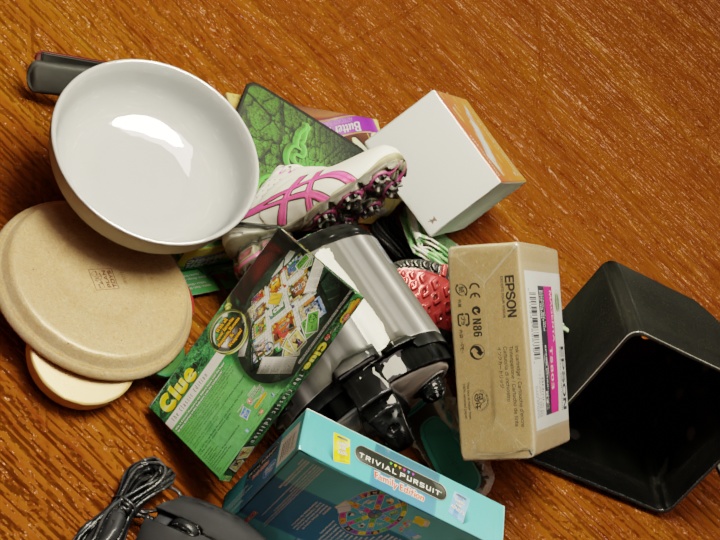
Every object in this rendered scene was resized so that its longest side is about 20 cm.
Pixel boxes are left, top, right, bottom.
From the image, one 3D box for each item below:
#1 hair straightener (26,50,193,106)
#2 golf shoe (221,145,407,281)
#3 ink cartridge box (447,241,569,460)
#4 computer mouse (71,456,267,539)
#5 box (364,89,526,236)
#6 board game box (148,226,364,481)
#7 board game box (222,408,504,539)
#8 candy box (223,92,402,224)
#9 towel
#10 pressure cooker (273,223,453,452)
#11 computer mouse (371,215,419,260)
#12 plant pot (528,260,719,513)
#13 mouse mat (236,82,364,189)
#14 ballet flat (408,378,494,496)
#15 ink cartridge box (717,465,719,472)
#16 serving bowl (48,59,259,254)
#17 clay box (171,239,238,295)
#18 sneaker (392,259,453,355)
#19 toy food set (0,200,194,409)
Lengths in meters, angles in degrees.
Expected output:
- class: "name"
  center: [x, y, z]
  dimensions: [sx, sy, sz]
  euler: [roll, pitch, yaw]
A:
- class: "hair straightener"
  center: [-0.234, -0.174, 1.339]
  dimensions: [0.199, 0.041, 0.077]
  euler: [14, 24, -7]
- class: "golf shoe"
  center: [-0.051, -0.071, 1.267]
  dimensions: [0.073, 0.200, 0.092]
  euler: [22, 41, -64]
- class: "ink cartridge box"
  center: [0.146, 0.076, 1.300]
  dimensions: [0.165, 0.075, 0.201]
  euler: [2, 83, -69]
- class: "computer mouse"
  center: [-0.127, 0.235, 1.095]
  dimensions: [0.200, 0.053, 0.139]
  euler: [33, 41, 4]
- class: "box"
  center: [0.098, -0.118, 1.493]
  dimensions: [0.125, 0.097, 0.200]
  euler: [54, 14, 5]
- class: "board game box"
  center: [-0.092, 0.072, 1.167]
  dimensions: [0.105, 0.200, 0.023]
  euler: [40, 7, 27]
- class: "board game box"
  center: [0.000, 0.214, 1.160]
  dimensions: [0.200, 0.151, 0.047]
  euler: [28, 42, -16]
- class: "candy box"
  center: [-0.060, -0.120, 1.471]
  dimensions: [0.199, 0.056, 0.117]
  euler: [6, 53, -33]
- class: "towel"
  center: [0.133, 0.001, 1.492]
  dimensions: [0.200, 0.023, 0.153]
  euler: [31, 11, -12]
- class: "pressure cooker"
  center: [-0.013, 0.079, 1.245]
  dimensions: [0.176, 0.179, 0.200]
  euler: [-16, 66, -48]
- class: "computer mouse"
  center: [0.000, 0.000, 1.424]
  dimensions: [0.200, 0.044, 0.110]
  euler: [-16, 68, -45]
- class: "plant pot"
  center: [0.299, 0.110, 1.463]
  dimensions: [0.199, 0.200, 0.178]
  euler: [24, 33, -19]
- class: "mouse mat"
  center: [-0.073, -0.094, 1.396]
  dimensions: [0.161, 0.008, 0.200]
  euler: [30, 48, -18]
- class: "ballet flat"
  center: [0.072, 0.143, 1.351]
  dimensions: [0.072, 0.072, 0.200]
  euler: [-16, 72, -44]
- class: "ink cartridge box"
  center: [0.506, 0.193, 1.635]
  dimensions: [0.199, 0.068, 0.115]
  euler: [5, 53, -35]
- class: "serving bowl"
  center: [-0.198, -0.097, 1.253]
  dimensions: [0.199, 0.066, 0.201]
  euler: [14, 57, -22]
- class: "clay box"
  center: [-0.171, -0.073, 1.351]
  dimensions: [0.115, 0.048, 0.200]
  euler: [-13, 63, -43]
- class: "sneaker"
  center: [0.086, 0.056, 1.411]
  dimensions: [0.200, 0.095, 0.080]
  euler: [31, 66, -27]
- class: "toy food set"
  center: [-0.239, 0.021, 1.217]
  dimensions: [0.198, 0.049, 0.200]
  euler: [-25, 72, -47]
